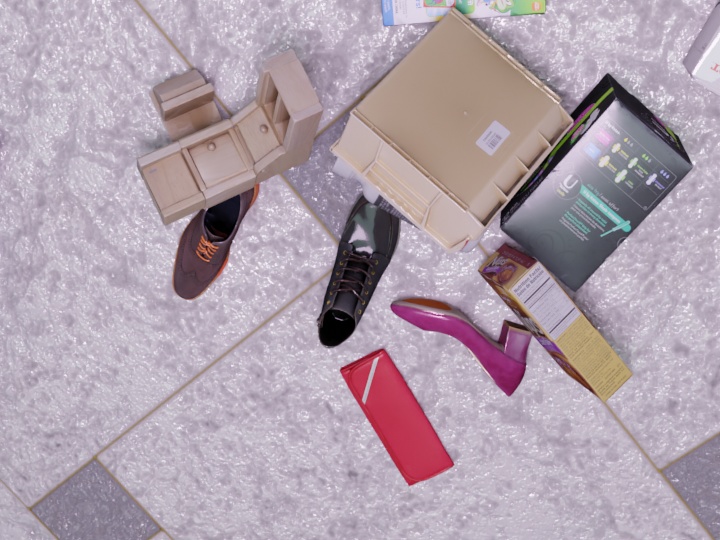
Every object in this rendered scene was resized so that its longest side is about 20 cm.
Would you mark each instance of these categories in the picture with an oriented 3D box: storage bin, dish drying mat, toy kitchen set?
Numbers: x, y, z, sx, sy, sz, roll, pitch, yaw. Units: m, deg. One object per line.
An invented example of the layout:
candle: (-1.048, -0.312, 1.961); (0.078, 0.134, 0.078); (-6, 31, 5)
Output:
storage bin: (0.107, -0.158, 1.263); (0.198, 0.200, 0.094); (41, 155, 5)
dish drying mat: (0.050, 0.205, 1.531); (0.076, 0.018, 0.202); (-26, 105, 15)
toy kitchen set: (-0.174, -0.187, 1.301); (0.198, 0.181, 0.165); (-26, 82, -15)

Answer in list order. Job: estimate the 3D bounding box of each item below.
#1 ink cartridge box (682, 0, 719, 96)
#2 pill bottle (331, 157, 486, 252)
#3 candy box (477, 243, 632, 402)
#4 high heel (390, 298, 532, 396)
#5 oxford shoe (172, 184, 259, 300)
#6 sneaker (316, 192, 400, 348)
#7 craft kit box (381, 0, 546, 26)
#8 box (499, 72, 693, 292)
ink cartridge box: (0.479, -0.281, 1.257); (0.145, 0.083, 0.202); (27, 111, -4)
pill bottle: (0.071, -0.116, 1.354); (0.198, 0.116, 0.117); (28, 112, -4)
candy box: (0.241, 0.063, 1.384); (0.056, 0.117, 0.200); (-42, 107, -2)
high heel: (0.125, 0.099, 1.456); (0.196, 0.067, 0.098); (14, 102, -12)
oxford shoe: (-0.199, -0.041, 1.440); (0.070, 0.073, 0.202); (26, 112, -3)
sneaker: (0.000, 0.000, 1.412); (0.074, 0.106, 0.203); (17, 112, 0)
craft kit box: (0.114, -0.393, 1.284); (0.194, 0.049, 0.204); (-1, 111, 10)
box: (0.273, -0.106, 1.314); (0.124, 0.149, 0.201); (38, 111, -6)
